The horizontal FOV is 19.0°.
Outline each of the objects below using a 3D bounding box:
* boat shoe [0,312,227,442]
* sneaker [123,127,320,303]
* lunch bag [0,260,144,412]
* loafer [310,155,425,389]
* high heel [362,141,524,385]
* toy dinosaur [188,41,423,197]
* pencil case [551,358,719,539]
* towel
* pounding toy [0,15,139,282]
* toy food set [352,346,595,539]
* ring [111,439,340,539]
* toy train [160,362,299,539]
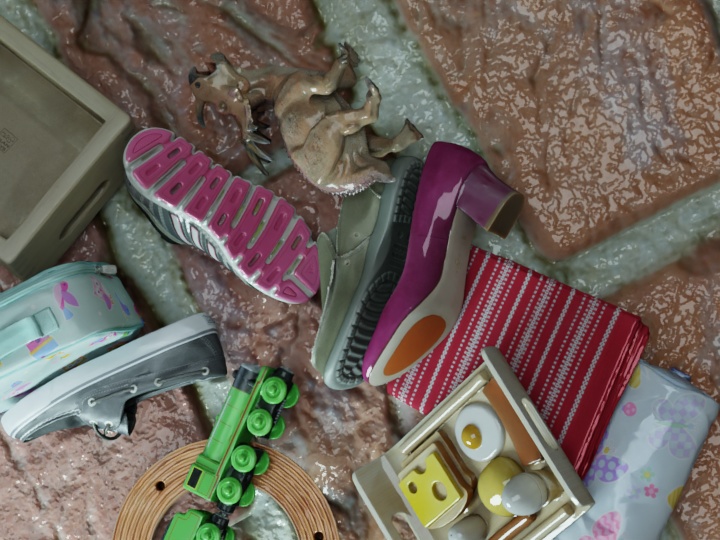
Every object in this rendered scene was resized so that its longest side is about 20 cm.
[{"bbox_3d":[-0.202,0.106,1.802,0.199,0.070,0.067,-26,80,0],"label":"boat shoe"},{"bbox_3d":[-0.118,-0.043,1.795,0.199,0.087,0.074,36,75,-11],"label":"sneaker"},{"bbox_3d":[-0.282,0.058,1.769,0.199,0.160,0.077,-28,82,9],"label":"lunch bag"},{"bbox_3d":[0.000,0.000,1.773,0.069,0.075,0.201,13,79,34],"label":"loafer"},{"bbox_3d":[0.045,-0.006,1.749,0.096,0.067,0.200,37,90,34],"label":"high heel"},{"bbox_3d":[-0.039,-0.111,1.758,0.135,0.086,0.200,-41,63,7],"label":"toy dinosaur"},{"bbox_3d":[0.209,0.169,1.707,0.090,0.083,0.201,24,91,8],"label":"pencil case"},{"bbox_3d":[0.124,0.072,1.728,0.199,0.022,0.145,25,92,35],"label":"towel"},{"bbox_3d":[-0.313,-0.087,1.813,0.184,0.142,0.200,38,83,10],"label":"pounding toy"},{"bbox_3d":[0.083,0.170,1.698,0.200,0.060,0.144,-46,70,40],"label":"toy food set"},{"bbox_3d":[-0.111,0.241,1.796,0.199,0.019,0.202,-1,85,10],"label":"ring"},{"bbox_3d":[-0.112,0.166,1.774,0.056,0.042,0.201,23,90,22],"label":"toy train"}]
